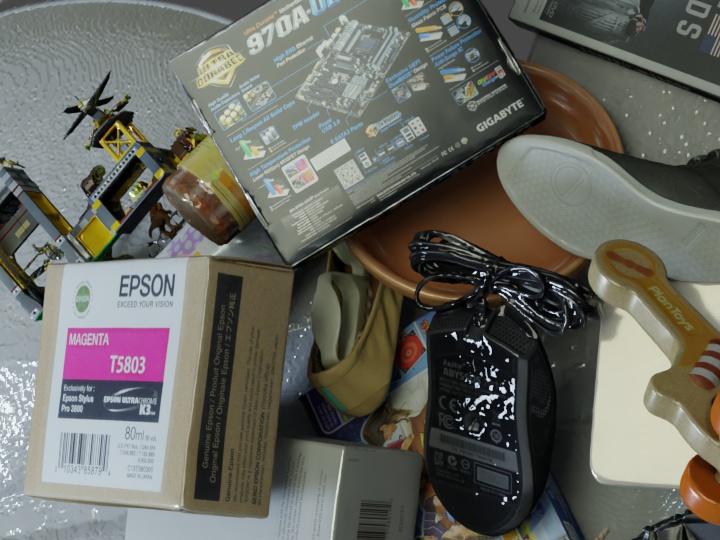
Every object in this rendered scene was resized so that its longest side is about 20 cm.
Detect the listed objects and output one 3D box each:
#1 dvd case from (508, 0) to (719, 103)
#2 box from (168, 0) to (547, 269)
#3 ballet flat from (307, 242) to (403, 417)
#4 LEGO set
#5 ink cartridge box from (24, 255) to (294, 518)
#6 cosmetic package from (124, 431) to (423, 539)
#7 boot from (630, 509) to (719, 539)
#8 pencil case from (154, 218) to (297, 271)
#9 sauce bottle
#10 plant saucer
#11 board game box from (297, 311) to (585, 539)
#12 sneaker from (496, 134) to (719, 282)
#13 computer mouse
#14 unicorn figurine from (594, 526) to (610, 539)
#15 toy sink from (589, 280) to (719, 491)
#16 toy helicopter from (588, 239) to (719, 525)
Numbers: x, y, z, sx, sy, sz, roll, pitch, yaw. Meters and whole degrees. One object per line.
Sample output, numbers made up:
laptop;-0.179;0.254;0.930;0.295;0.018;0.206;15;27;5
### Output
dvd case;0.213;-0.206;1.775;0.199;0.025;0.151;24;90;31
box;-0.001;-0.118;1.713;0.200;0.046;0.159;-32;86;4
ballet flat;0.000;0.000;1.791;0.068;0.063;0.201;-18;54;36
LEGO set;-0.195;-0.054;1.883;0.116;0.154;0.200;47;114;18
ink cartridge box;-0.136;0.076;1.733;0.200;0.075;0.166;-3;80;52
cosmetic package;-0.063;0.161;1.771;0.199;0.085;0.108;7;89;44
boot;0.203;0.186;1.605;0.197;0.162;0.074;-7;76;28
pencil case;-0.112;0.007;1.859;0.200;0.091;0.083;-47;19;12
sauce bottle;-0.047;-0.106;1.784;0.066;0.066;0.200;38;79;30
plant saucer;0.080;-0.055;1.764;0.199;0.038;0.201;-4;56;5
board game box;0.054;0.137;1.770;0.135;0.034;0.201;-33;64;17
sneaker;0.191;-0.048;1.699;0.199;0.099;0.071;21;121;18
computer mouse;0.092;0.074;1.683;0.138;0.053;0.201;19;119;32
unicorn figurine;0.062;0.244;1.686;0.199;0.138;0.074;-2;41;-10
toy sink;0.257;0.082;1.631;0.199;0.112;0.131;1;78;23
toy helicopter;0.211;0.049;1.544;0.200;0.132;0.079;50;142;32
